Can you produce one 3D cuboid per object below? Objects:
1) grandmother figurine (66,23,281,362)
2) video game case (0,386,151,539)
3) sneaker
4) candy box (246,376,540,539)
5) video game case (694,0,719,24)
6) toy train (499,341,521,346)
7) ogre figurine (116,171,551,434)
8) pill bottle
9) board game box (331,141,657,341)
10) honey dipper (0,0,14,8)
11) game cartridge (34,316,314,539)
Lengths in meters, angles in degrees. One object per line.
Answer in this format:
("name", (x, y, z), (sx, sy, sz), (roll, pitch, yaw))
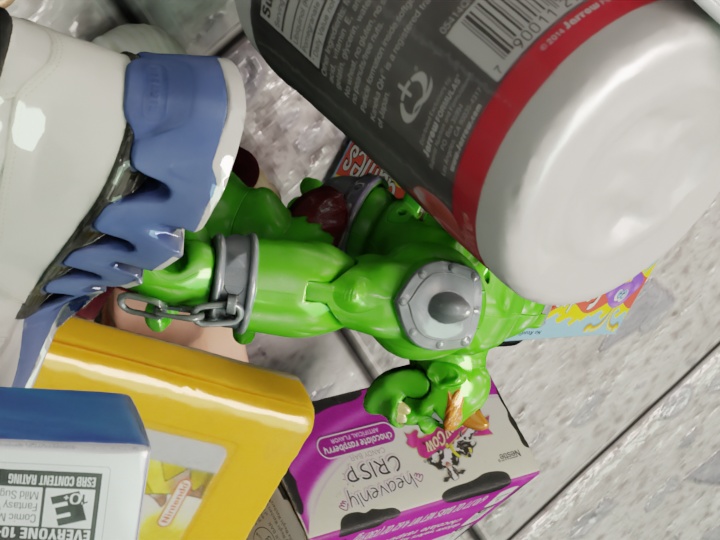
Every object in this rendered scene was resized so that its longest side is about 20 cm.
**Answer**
("grandmother figurine", (-0.079, -0.008, 0.881), (0.121, 0.060, 0.200), (-52, 154, -37))
("video game case", (-0.171, 0.120, 0.670), (0.200, 0.045, 0.182), (4, 108, -15))
("sneaker", (-0.133, -0.019, 0.696), (0.115, 0.081, 0.199), (25, 132, -26))
("candy box", (-0.035, 0.122, 1.006), (0.136, 0.061, 0.200), (-12, 157, -42))
("video game case", (0.109, -0.132, 0.760), (0.182, 0.200, 0.023), (39, 114, -21))
("toy train", (0.120, -0.043, 1.091), (0.200, 0.034, 0.046), (-52, 152, 9))
("ogre figurine", (0.000, 0.000, 0.825), (0.200, 0.120, 0.098), (50, 54, -69))
("pill bottle", (0.028, -0.088, 0.772), (0.111, 0.200, 0.111), (-29, 145, -24))
("board game box", (0.089, -0.081, 0.944), (0.105, 0.103, 0.200), (-2, 128, -48))
("honey dipper", (-0.118, -0.055, 0.732), (0.038, 0.038, 0.200), (-32, 151, -22))
("game cartridge", (-0.141, 0.091, 0.862), (0.200, 0.032, 0.176), (15, 119, -30))
